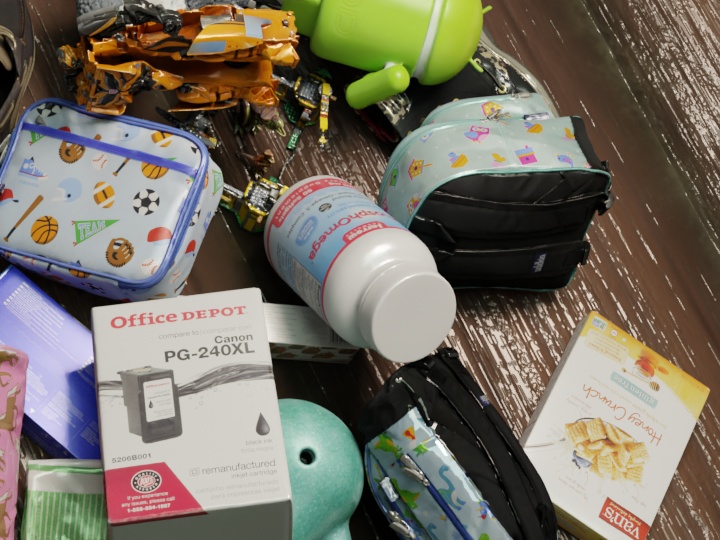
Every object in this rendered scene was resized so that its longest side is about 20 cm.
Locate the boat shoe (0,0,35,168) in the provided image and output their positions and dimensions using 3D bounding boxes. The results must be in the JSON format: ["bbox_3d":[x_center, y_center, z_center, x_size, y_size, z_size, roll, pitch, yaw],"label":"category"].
[{"bbox_3d":[-0.330,-0.187,1.427,0.074,0.073,0.202,6,64,-17],"label":"boat shoe"}]

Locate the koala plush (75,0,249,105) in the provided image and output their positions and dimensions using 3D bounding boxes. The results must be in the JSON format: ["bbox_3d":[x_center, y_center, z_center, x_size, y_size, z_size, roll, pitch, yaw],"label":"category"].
[{"bbox_3d":[-0.194,-0.253,1.448,0.183,0.177,0.202,31,49,-18],"label":"koala plush"}]

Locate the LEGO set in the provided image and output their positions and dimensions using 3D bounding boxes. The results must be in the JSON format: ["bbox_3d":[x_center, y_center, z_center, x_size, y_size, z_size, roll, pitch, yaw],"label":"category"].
[{"bbox_3d":[-0.100,-0.147,1.467,0.153,0.116,0.201,33,60,-3],"label":"LEGO set"}]

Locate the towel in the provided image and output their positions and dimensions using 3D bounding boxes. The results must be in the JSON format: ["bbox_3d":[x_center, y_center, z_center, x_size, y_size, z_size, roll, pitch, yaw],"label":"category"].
[{"bbox_3d":[-0.201,0.253,1.267,0.150,0.023,0.203,1,76,-8],"label":"towel"}]

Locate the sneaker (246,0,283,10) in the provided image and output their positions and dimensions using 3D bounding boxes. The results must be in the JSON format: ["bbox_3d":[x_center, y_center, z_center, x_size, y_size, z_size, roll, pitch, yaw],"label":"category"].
[{"bbox_3d":[-0.044,-0.280,1.565,0.198,0.091,0.067,19,62,-11],"label":"sneaker"}]

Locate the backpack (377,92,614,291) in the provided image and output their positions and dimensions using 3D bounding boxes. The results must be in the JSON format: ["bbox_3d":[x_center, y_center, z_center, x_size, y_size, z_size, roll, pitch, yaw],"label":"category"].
[{"bbox_3d":[0.113,-0.070,1.480,0.198,0.177,0.154,-9,53,-23],"label":"backpack"}]

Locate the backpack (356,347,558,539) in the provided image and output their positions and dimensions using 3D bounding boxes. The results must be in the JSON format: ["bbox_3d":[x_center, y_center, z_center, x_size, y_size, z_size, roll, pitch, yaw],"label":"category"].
[{"bbox_3d":[0.087,0.186,1.366,0.200,0.154,0.163,41,16,10],"label":"backpack"}]

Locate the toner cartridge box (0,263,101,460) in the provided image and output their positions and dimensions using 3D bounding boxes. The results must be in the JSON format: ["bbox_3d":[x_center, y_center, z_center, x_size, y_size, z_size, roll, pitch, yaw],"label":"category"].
[{"bbox_3d":[-0.255,0.097,1.340,0.200,0.043,0.095,41,59,1],"label":"toner cartridge box"}]

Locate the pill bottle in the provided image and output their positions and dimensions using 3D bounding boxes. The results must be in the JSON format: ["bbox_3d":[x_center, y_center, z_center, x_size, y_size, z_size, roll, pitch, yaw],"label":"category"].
[{"bbox_3d":[0.000,0.000,1.381,0.108,0.110,0.200,-13,29,-24],"label":"pill bottle"}]

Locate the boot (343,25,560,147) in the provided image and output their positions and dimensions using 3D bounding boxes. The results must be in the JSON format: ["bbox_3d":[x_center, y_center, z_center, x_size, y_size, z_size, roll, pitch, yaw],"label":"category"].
[{"bbox_3d":[0.094,-0.162,1.578,0.204,0.073,0.154,47,68,-4],"label":"boot"}]

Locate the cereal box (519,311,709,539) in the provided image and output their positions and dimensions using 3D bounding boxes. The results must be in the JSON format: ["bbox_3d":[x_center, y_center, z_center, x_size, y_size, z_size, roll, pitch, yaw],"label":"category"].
[{"bbox_3d":[0.234,0.157,1.493,0.143,0.040,0.201,33,60,-3],"label":"cereal box"}]

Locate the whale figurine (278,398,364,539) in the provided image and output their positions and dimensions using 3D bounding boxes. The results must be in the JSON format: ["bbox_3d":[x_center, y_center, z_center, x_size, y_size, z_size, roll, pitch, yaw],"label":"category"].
[{"bbox_3d":[-0.073,0.201,1.324,0.158,0.104,0.201,32,62,-4],"label":"whale figurine"}]

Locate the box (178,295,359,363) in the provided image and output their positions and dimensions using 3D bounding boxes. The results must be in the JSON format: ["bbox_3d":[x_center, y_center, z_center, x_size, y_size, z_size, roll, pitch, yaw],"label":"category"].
[{"bbox_3d":[-0.099,0.053,1.421,0.197,0.039,0.042,5,64,-18],"label":"box"}]

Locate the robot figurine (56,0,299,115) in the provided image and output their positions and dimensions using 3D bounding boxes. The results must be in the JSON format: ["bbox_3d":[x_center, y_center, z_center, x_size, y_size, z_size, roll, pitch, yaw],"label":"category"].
[{"bbox_3d":[-0.158,-0.178,1.339,0.197,0.145,0.059,-6,67,-20],"label":"robot figurine"}]

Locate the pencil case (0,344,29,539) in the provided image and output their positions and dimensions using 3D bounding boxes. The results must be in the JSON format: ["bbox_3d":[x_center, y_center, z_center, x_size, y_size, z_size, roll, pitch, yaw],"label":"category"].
[{"bbox_3d":[-0.310,0.155,1.246,0.082,0.086,0.203,6,78,-15],"label":"pencil case"}]

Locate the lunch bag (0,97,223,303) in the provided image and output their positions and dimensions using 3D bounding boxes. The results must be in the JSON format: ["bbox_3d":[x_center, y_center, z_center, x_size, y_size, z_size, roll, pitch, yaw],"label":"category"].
[{"bbox_3d":[-0.226,-0.065,1.361,0.198,0.076,0.162,16,77,17],"label":"lunch bag"}]

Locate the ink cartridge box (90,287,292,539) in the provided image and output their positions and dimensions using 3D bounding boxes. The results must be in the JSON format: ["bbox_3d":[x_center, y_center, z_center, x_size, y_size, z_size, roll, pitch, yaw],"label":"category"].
[{"bbox_3d":[-0.137,0.122,1.260,0.143,0.084,0.202,-7,55,-8],"label":"ink cartridge box"}]

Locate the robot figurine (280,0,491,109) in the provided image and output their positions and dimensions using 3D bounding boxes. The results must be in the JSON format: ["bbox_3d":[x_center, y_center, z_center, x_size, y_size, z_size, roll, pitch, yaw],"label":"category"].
[{"bbox_3d":[0.026,-0.244,1.487,0.197,0.116,0.177,14,63,-5],"label":"robot figurine"}]
